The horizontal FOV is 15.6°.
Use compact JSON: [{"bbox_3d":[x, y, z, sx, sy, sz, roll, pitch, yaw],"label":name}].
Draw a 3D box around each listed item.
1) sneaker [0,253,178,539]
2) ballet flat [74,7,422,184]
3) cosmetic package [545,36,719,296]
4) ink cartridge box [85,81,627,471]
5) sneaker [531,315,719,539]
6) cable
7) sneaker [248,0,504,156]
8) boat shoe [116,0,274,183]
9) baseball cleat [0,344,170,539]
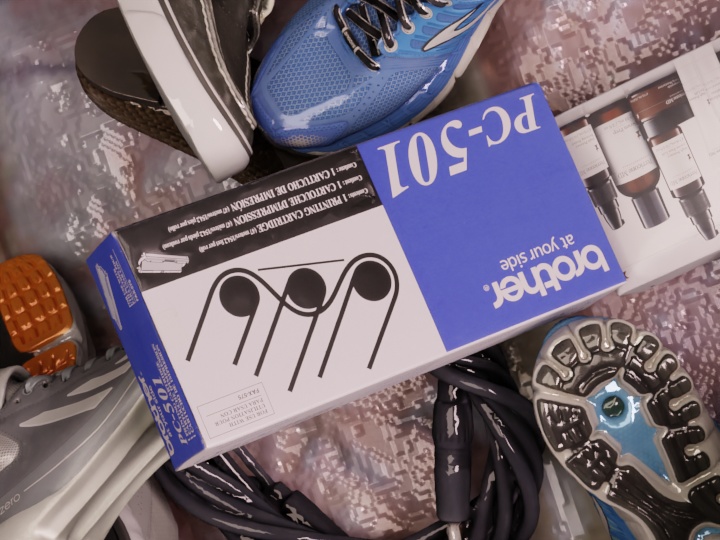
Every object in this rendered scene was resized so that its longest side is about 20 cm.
[{"bbox_3d":[-0.130,0.088,1.185,0.076,0.092,0.200,-26,61,13],"label":"sneaker"},{"bbox_3d":[-0.038,-0.057,1.160,0.200,0.046,0.067,25,69,11],"label":"ballet flat"},{"bbox_3d":[0.183,-0.066,1.077,0.200,0.051,0.083,-26,85,19],"label":"cosmetic package"},{"bbox_3d":[0.000,0.000,1.053,0.200,0.044,0.094,-20,82,-25],"label":"ink cartridge box"},{"bbox_3d":[0.137,0.097,1.091,0.078,0.090,0.200,-29,103,3],"label":"sneaker"},{"bbox_3d":[-0.016,0.058,1.129,0.163,0.051,0.200,-39,88,31],"label":"cable"},{"bbox_3d":[0.026,-0.128,1.097,0.200,0.089,0.079,-42,70,11],"label":"sneaker"},{"bbox_3d":[-0.072,-0.127,1.120,0.064,0.071,0.200,-23,57,3],"label":"boat shoe"},{"bbox_3d":[-0.112,0.052,1.097,0.200,0.070,0.106,-48,58,-3],"label":"baseball cleat"}]
